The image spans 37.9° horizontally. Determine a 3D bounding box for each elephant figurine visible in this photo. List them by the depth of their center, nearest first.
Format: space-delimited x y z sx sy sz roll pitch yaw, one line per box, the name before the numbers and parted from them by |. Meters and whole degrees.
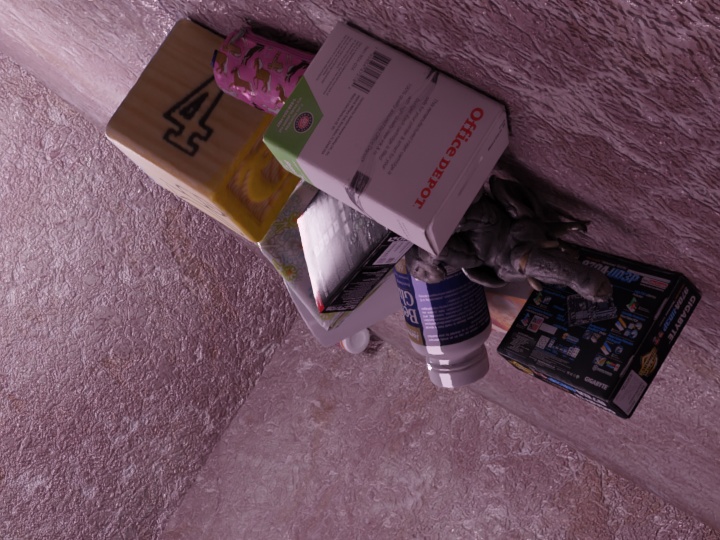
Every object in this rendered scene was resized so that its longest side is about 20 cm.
elephant figurine | 0.151 -0.032 1.135 0.197 0.158 0.142 14 149 -19

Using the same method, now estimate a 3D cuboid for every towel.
towel | -0.041 -0.039 1.474 0.201 0.171 0.048 49 -177 22

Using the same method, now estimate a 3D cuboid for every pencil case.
pencil case | -0.087 -0.220 1.213 0.199 0.084 0.086 29 178 39

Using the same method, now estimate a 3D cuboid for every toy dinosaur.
toy dinosaur | 0.190 -0.035 1.226 0.101 0.078 0.200 28 178 -18

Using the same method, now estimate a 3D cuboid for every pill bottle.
pill bottle | 0.108 0.042 1.342 0.111 0.110 0.203 21 130 58
pill bottle | -0.056 0.233 3.911 0.113 0.114 0.199 37 172 -29

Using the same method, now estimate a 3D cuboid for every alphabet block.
alphabet block | -0.192 -0.188 1.443 0.198 0.198 0.195 30 174 20

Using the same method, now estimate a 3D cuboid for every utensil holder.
utensil holder | 0.000 0.000 1.565 0.172 0.198 0.170 59 -174 -11

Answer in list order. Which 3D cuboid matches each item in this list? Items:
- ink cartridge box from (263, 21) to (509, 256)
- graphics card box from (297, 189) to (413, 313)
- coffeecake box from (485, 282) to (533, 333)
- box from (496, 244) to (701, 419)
ink cartridge box | 0.028 -0.130 1.037 0.198 0.147 0.084 31 172 20
graphics card box | -0.004 -0.050 1.162 0.050 0.127 0.200 -3 154 -26
coffeecake box | 0.220 0.033 1.421 0.198 0.074 0.153 13 161 42
box | 0.264 0.062 1.193 0.046 0.160 0.199 38 171 -31
